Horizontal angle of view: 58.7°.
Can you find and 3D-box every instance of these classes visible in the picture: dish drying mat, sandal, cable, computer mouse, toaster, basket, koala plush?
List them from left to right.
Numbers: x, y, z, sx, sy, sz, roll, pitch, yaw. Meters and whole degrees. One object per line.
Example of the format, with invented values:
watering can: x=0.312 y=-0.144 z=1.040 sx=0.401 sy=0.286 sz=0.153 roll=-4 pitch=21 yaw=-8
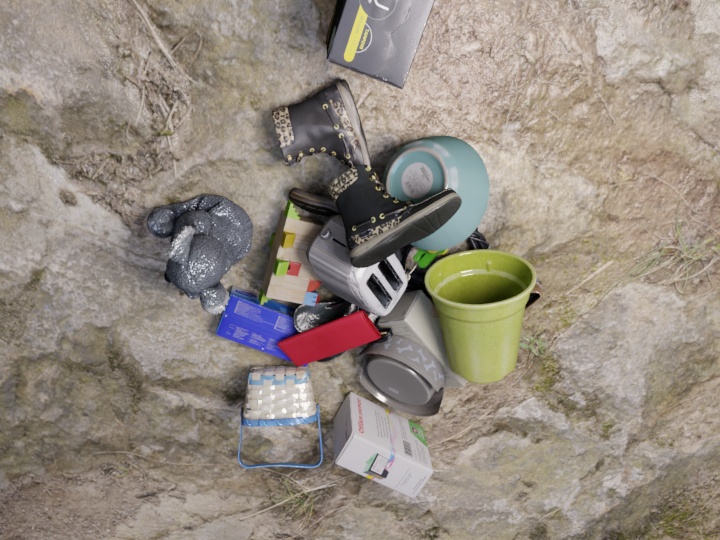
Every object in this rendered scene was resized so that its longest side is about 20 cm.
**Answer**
koala plush: x=-0.279 y=-0.030 z=1.120 sx=0.179 sy=0.201 sz=0.181 roll=-22 pitch=114 yaw=6
basket: x=-0.160 y=0.297 z=1.298 sx=0.170 sy=0.139 sz=0.207 roll=2 pitch=87 yaw=-5
dish drying mat: x=-0.061 y=0.132 z=1.230 sx=0.196 sy=0.018 sz=0.077 roll=-22 pitch=127 yaw=25
sandal: x=-0.036 y=-0.120 z=1.179 sx=0.195 sy=0.082 sz=0.056 roll=20 pitch=77 yaw=-2
sandal: x=-0.034 y=0.087 z=1.250 sx=0.195 sy=0.048 sz=0.078 roll=-12 pitch=97 yaw=-15
computer mouse: x=-0.021 y=0.139 z=1.265 sx=0.196 sy=0.059 sz=0.035 roll=-20 pitch=104 yaw=30
toaster: x=0.000 y=0.000 z=1.152 sx=0.115 sy=0.128 sz=0.201 roll=-51 pitch=141 yaw=-13
cable: x=0.155 y=-0.022 z=1.238 sx=0.193 sy=0.051 sz=0.168 roll=-8 pitch=114 yaw=-2

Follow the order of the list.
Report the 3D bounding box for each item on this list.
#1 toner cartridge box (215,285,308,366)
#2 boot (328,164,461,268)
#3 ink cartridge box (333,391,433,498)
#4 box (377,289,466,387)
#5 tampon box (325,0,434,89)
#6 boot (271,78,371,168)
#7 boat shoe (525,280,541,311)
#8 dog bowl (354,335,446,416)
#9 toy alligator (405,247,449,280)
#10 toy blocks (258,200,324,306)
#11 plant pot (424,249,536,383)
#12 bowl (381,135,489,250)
toner cartridge box: x=-0.180 y=0.112 z=1.277 sx=0.195 sy=0.043 sz=0.097 roll=22 pitch=110 yaw=-14
boot: x=0.048 y=-0.116 z=1.029 sx=0.200 sy=0.157 sz=0.073 roll=-29 pitch=155 yaw=12
ink cartridge box: x=0.043 y=0.366 z=1.350 sx=0.196 sy=0.146 sz=0.085 roll=28 pitch=110 yaw=-16
box: x=0.135 y=0.139 z=1.273 sx=0.201 sy=0.078 sz=0.094 roll=49 pitch=148 yaw=-22
tampon box: x=0.024 y=-0.388 z=0.983 sx=0.123 sy=0.201 sz=0.153 roll=16 pitch=112 yaw=-11
boot: x=-0.062 y=-0.214 z=1.124 sx=0.146 sy=0.073 sz=0.205 roll=-16 pitch=111 yaw=2
boat shoe: x=0.271 y=0.078 z=1.279 sx=0.198 sy=0.073 sz=0.073 roll=-37 pitch=112 yaw=12
dog bowl: x=0.083 y=0.207 z=1.278 sx=0.196 sy=0.059 sz=0.203 roll=23 pitch=146 yaw=16
toy alligator: x=0.129 y=-0.050 z=1.173 sx=0.199 sy=0.059 sz=0.055 roll=-41 pitch=71 yaw=20
toy blocks: x=-0.101 y=-0.018 z=1.206 sx=0.133 sy=0.100 sz=0.205 roll=12 pitch=104 yaw=-24
plant pot: x=0.220 y=0.092 z=1.169 sx=0.194 sy=0.202 sz=0.189 roll=-8 pitch=117 yaw=0
bowl: x=0.113 y=-0.140 z=1.095 sx=0.195 sy=0.104 sz=0.208 roll=-2 pitch=87 yaw=27
